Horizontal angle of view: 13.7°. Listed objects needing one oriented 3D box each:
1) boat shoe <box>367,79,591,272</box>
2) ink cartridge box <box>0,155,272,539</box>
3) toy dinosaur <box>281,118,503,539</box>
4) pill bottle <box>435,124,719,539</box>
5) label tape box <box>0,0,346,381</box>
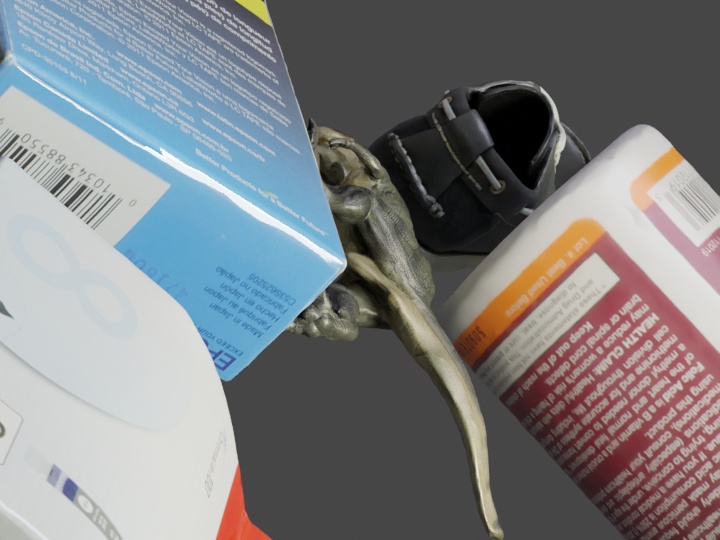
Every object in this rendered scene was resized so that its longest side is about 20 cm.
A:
[{"bbox_3d":[0.061,-0.044,1.230,0.072,0.068,0.200,50,20,11],"label":"boat shoe"},{"bbox_3d":[-0.054,0.073,0.838,0.200,0.047,0.160,39,22,-11],"label":"ink cartridge box"},{"bbox_3d":[0.000,0.000,1.073,0.088,0.047,0.201,32,28,-47],"label":"toy dinosaur"},{"bbox_3d":[0.133,0.054,1.121,0.200,0.114,0.114,48,22,5],"label":"pill bottle"},{"bbox_3d":[-0.093,-0.073,1.007,0.143,0.066,0.200,32,23,-33],"label":"label tape box"}]
